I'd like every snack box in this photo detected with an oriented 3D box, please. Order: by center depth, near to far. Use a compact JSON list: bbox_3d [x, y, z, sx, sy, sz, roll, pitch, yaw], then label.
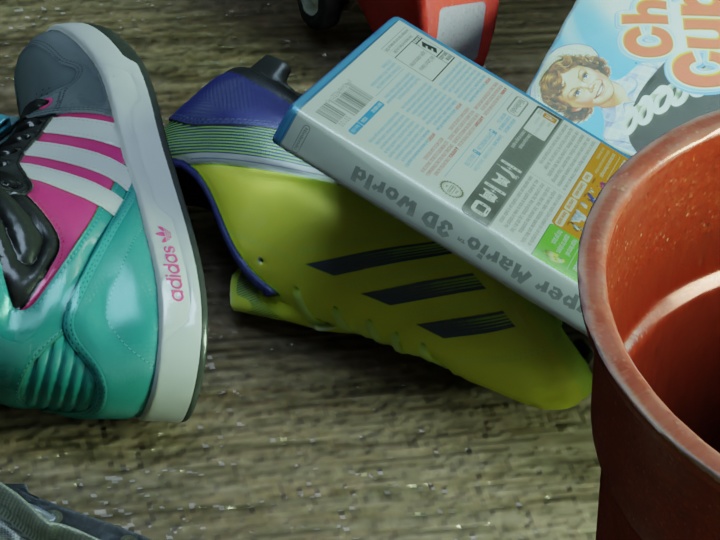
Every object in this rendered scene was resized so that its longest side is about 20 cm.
[{"bbox_3d":[0.157,-0.113,0.985,0.116,0.037,0.200,20,66,20],"label":"snack box"}]

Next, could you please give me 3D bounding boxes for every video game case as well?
[{"bbox_3d":[0.076,-0.017,0.861,0.200,0.018,0.143,31,23,4],"label":"video game case"}]

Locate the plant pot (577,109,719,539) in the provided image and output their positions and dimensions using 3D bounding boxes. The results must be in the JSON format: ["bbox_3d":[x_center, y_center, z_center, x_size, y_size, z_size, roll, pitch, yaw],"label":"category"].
[{"bbox_3d":[0.144,0.086,0.666,0.200,0.196,0.201,4,37,-3],"label":"plant pot"}]

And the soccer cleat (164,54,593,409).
[{"bbox_3d":[0.000,0.000,0.888,0.084,0.065,0.200,-45,60,-11],"label":"soccer cleat"}]

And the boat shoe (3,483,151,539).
[{"bbox_3d":[-0.119,0.097,0.734,0.200,0.072,0.071,23,30,6],"label":"boat shoe"}]

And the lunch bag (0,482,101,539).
[{"bbox_3d":[-0.128,0.162,0.554,0.117,0.164,0.200,26,41,19],"label":"lunch bag"}]

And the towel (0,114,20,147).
[{"bbox_3d":[-0.248,-0.066,0.958,0.200,0.022,0.147,31,43,29],"label":"towel"}]

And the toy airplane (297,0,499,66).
[{"bbox_3d":[0.021,-0.199,1.000,0.200,0.199,0.141,-56,21,-13],"label":"toy airplane"}]

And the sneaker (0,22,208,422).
[{"bbox_3d":[-0.133,-0.022,0.871,0.121,0.084,0.200,2,37,-21],"label":"sneaker"}]
